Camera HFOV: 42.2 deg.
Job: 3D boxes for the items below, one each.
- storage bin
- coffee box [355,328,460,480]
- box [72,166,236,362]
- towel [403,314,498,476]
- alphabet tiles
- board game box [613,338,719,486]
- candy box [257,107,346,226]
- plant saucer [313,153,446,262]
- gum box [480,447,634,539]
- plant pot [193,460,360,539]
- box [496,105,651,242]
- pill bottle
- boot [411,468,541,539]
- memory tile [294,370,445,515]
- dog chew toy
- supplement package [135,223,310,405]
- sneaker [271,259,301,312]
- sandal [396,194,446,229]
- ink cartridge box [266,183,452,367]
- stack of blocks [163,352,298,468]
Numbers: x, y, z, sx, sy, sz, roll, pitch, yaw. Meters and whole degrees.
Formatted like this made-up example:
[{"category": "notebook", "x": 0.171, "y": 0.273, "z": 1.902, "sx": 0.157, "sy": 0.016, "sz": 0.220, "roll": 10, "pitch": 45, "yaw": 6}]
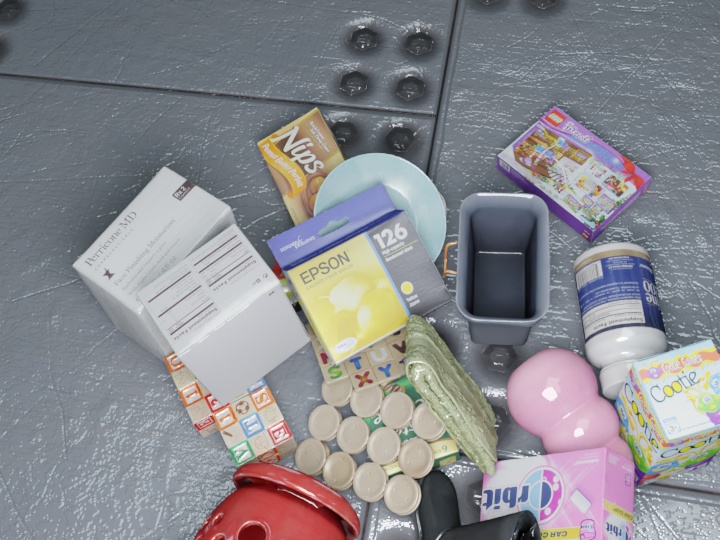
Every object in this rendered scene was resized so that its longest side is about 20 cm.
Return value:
[{"category": "storage bin", "x": 0.191, "y": 0.010, "z": 1.332, "sx": 0.144, "sy": 0.135, "sz": 0.201, "roll": 2, "pitch": 61, "yaw": 6}, {"category": "coffee box", "x": 0.051, "y": 0.187, "z": 1.301, "sx": 0.122, "sy": 0.044, "sz": 0.201, "roll": -17, "pitch": 62, "yaw": -2}, {"category": "box", "x": -0.275, "y": -0.001, "z": 1.346, "sx": 0.130, "sy": 0.200, "sz": 0.199, "roll": 31, "pitch": 69, "yaw": 19}, {"category": "towel", "x": 0.121, "y": 0.159, "z": 1.217, "sx": 0.036, "sy": 0.200, "sz": 0.149, "roll": -32, "pitch": 19, "yaw": 17}, {"category": "alphabet tiles", "x": 0.013, "y": 0.091, "z": 1.333, "sx": 0.165, "sy": 0.006, "sz": 0.200, "roll": -20, "pitch": 38, "yaw": -4}, {"category": "board game box", "x": 0.395, "y": 0.185, "z": 1.180, "sx": 0.104, "sy": 0.200, "sz": 0.104, "roll": -16, "pitch": 61, "yaw": -3}, {"category": "candy box", "x": -0.073, "y": -0.147, "z": 1.474, "sx": 0.115, "sy": 0.055, "sz": 0.201, "roll": -29, "pitch": 62, "yaw": 6}, {"category": "plant saucer", "x": 0.026, "y": -0.071, "z": 1.373, "sx": 0.199, "sy": 0.039, "sz": 0.203, "roll": 3, "pitch": 77, "yaw": -12}, {"category": "gum box", "x": 0.236, "y": 0.294, "z": 1.158, "sx": 0.199, "sy": 0.066, "sz": 0.114, "roll": -20, "pitch": 50, "yaw": 44}, {"category": "plant pot", "x": -0.105, "y": 0.348, "z": 1.144, "sx": 0.199, "sy": 0.201, "sz": 0.183, "roll": 18, "pitch": 62, "yaw": 15}, {"category": "box", "x": 0.332, "y": -0.153, "z": 1.459, "sx": 0.137, "sy": 0.039, "sz": 0.200, "roll": -40, "pitch": 65, "yaw": -15}, {"category": "pill bottle", "x": 0.363, "y": 0.072, "z": 1.295, "sx": 0.110, "sy": 0.111, "sz": 0.201, "roll": -4, "pitch": 62, "yaw": 4}, {"category": "boot", "x": 0.138, "y": 0.314, "z": 1.138, "sx": 0.065, "sy": 0.200, "sz": 0.166, "roll": 11, "pitch": 66, "yaw": -24}, {"category": "memory tile", "x": 0.012, "y": 0.228, "z": 1.249, "sx": 0.199, "sy": 0.017, "sz": 0.154, "roll": 15, "pitch": 79, "yaw": 31}, {"category": "dog chew toy", "x": 0.283, "y": 0.202, "z": 1.232, "sx": 0.124, "sy": 0.125, "sz": 0.201, "roll": -31, "pitch": 71, "yaw": -11}, {"category": "supplement package", "x": -0.174, "y": 0.064, "z": 1.229, "sx": 0.155, "sy": 0.200, "sz": 0.111, "roll": -37, "pitch": 64, "yaw": -9}, {"category": "sneaker", "x": -0.097, "y": 0.011, "z": 1.393, "sx": 0.199, "sy": 0.077, "sz": 0.085, "roll": -20, "pitch": 50, "yaw": -3}, {"category": "sandal", "x": 0.048, "y": -0.063, "z": 1.427, "sx": 0.206, "sy": 0.059, "sz": 0.079, "roll": -36, "pitch": 65, "yaw": -13}, {"category": "ink cartridge box", "x": 0.000, "y": 0.000, "z": 1.310, "sx": 0.197, "sy": 0.047, "sz": 0.201, "roll": -28, "pitch": 88, "yaw": -15}, {"category": "stack of blocks", "x": -0.183, "y": 0.188, "z": 1.316, "sx": 0.115, "sy": 0.059, "sz": 0.201, "roll": -27, "pitch": 63, "yaw": -9}]
